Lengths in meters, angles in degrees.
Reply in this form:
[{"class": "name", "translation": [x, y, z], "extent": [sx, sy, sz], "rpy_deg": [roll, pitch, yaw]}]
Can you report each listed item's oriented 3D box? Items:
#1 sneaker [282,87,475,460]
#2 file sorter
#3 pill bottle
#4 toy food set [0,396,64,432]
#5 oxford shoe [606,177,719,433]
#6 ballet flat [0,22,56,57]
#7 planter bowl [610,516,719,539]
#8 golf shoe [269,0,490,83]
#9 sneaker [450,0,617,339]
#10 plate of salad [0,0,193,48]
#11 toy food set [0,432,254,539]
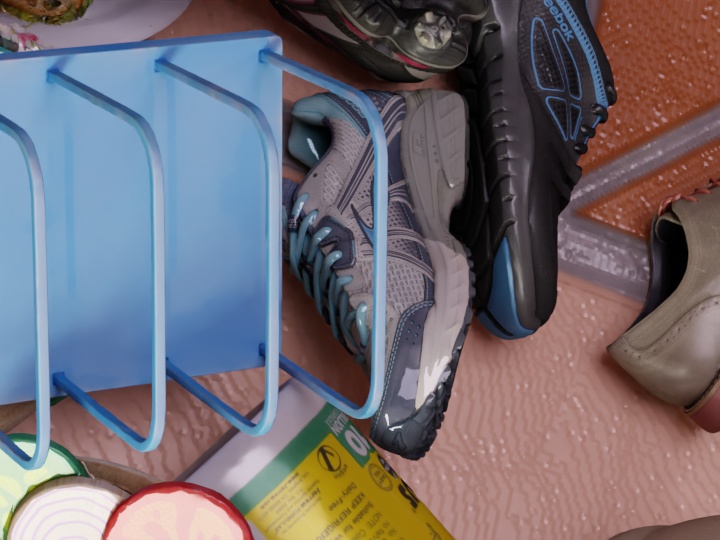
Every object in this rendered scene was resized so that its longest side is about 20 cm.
[{"class": "sneaker", "translation": [0.000, 0.000, 1.232], "extent": [0.086, 0.078, 0.201], "rpy_deg": [8, 44, -9]}, {"class": "file sorter", "translation": [-0.099, -0.004, 1.083], "extent": [0.199, 0.123, 0.140], "rpy_deg": [-8, 109, -26]}, {"class": "pill bottle", "translation": [0.002, 0.152, 1.177], "extent": [0.200, 0.113, 0.113], "rpy_deg": [48, 63, -1]}, {"class": "toy food set", "translation": [-0.202, -0.011, 1.174], "extent": [0.199, 0.049, 0.199], "rpy_deg": [-10, 78, -25]}, {"class": "oxford shoe", "translation": [0.180, -0.026, 1.329], "extent": [0.074, 0.070, 0.201], "rpy_deg": [30, 64, -5]}, {"class": "ballet flat", "translation": [-0.187, -0.085, 1.133], "extent": [0.199, 0.076, 0.064], "rpy_deg": [12, 36, -24]}, {"class": "planter bowl", "translation": [0.194, 0.187, 1.183], "extent": [0.200, 0.134, 0.201], "rpy_deg": [33, 46, -42]}, {"class": "golf shoe", "translation": [-0.038, -0.151, 1.266], "extent": [0.200, 0.088, 0.077], "rpy_deg": [41, 65, -7]}, {"class": "sneaker", "translation": [0.083, -0.067, 1.299], "extent": [0.081, 0.073, 0.202], "rpy_deg": [6, 73, -22]}, {"class": "plate of salad", "translation": [-0.146, -0.185, 1.237], "extent": [0.199, 0.048, 0.201], "rpy_deg": [17, 53, -24]}, {"class": "toy food set", "translation": [-0.117, 0.165, 1.110], "extent": [0.197, 0.049, 0.201], "rpy_deg": [-26, 92, 9]}]
